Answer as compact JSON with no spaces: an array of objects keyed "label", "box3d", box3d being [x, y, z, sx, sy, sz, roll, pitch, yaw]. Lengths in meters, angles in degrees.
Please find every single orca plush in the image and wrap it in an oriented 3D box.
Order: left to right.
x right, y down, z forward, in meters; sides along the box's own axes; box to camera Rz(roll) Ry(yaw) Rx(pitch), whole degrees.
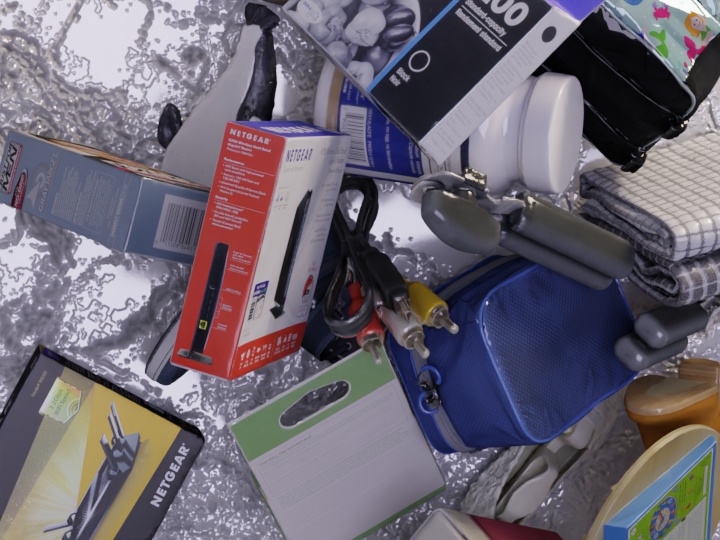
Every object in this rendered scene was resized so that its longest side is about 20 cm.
[{"label":"orca plush","box3d":[-0.106,-0.121,1.709,0.104,0.071,0.202,13,90,33]}]

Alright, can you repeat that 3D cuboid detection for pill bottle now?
[{"label":"pill bottle","box3d":[0.072,-0.122,1.662,0.198,0.116,0.117,10,96,20]}]

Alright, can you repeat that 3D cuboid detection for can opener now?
[{"label":"can opener","box3d":[0.123,-0.026,1.607,0.199,0.053,0.067,20,62,-28]},{"label":"can opener","box3d":[0.256,0.041,1.730,0.066,0.200,0.053,42,114,12]}]

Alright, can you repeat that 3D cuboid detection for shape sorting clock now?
[{"label":"shape sorting clock","box3d":[0.234,0.215,1.677,0.199,0.039,0.201,-34,137,-38]}]

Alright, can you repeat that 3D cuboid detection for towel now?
[{"label":"towel","box3d":[0.286,-0.042,1.710,0.164,0.200,0.086,-17,110,-14]}]

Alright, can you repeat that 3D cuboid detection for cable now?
[{"label":"cable","box3d":[0.000,0.000,1.662,0.096,0.201,0.051,-19,132,-10]}]

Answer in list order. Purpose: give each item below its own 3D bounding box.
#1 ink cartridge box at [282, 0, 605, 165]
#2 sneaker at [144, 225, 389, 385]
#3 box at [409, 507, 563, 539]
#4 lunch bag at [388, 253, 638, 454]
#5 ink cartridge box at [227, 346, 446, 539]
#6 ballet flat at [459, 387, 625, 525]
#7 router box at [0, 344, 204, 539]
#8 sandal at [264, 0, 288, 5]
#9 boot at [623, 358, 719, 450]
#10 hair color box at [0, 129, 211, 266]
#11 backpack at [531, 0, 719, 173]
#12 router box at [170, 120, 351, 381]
[{"label":"ink cartridge box","box3d":[0.067,-0.212,1.599,0.200,0.198,0.043,-44,144,0]},{"label":"sneaker","box3d":[-0.067,0.059,1.703,0.202,0.077,0.146,-42,86,-4]},{"label":"box","box3d":[0.107,0.285,1.700,0.128,0.109,0.199,-52,146,14]},{"label":"lunch bag","box3d":[0.118,0.067,1.702,0.199,0.132,0.137,-28,99,-40]},{"label":"ink cartridge box","box3d":[-0.023,0.144,1.706,0.145,0.048,0.201,-29,131,-6]},{"label":"ballet flat","box3d":[0.167,0.158,1.782,0.072,0.072,0.200,39,88,-13]},{"label":"router box","box3d":[-0.244,0.187,1.712,0.156,0.052,0.201,28,91,-13]},{"label":"sandal","box3d":[-0.024,-0.240,1.700,0.199,0.054,0.081,25,92,-13]},{"label":"boot","box3d":[0.267,0.159,1.742,0.070,0.201,0.146,6,98,23]},{"label":"hair color box","box3d":[-0.191,-0.056,1.606,0.098,0.199,0.061,12,95,-41]},{"label":"backpack","box3d":[0.194,-0.205,1.687,0.199,0.178,0.151,35,65,-5]},{"label":"router box","box3d":[-0.072,-0.020,1.556,0.048,0.200,0.181,16,98,12]}]
